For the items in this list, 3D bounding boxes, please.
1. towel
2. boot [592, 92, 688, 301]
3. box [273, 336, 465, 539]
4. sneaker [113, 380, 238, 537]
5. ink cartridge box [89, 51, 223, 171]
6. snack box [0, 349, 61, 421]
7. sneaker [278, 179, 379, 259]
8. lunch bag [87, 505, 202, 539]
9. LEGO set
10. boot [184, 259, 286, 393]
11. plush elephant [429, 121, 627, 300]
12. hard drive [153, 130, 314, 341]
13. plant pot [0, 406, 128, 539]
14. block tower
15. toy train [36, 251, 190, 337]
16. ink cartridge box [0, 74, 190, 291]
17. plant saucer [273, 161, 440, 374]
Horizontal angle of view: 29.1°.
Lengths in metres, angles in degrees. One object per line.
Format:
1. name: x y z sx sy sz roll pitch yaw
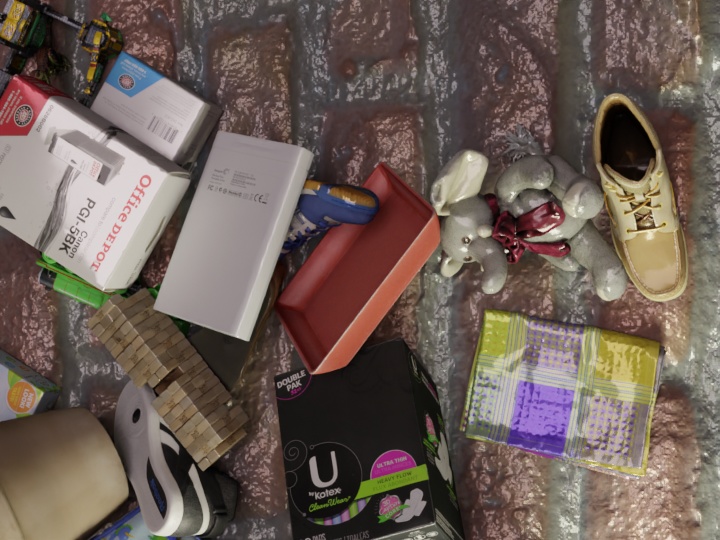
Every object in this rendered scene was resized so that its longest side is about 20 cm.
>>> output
1. towel: 0.210 0.125 1.432 0.198 0.023 0.145 13 92 13
2. boot: 0.273 -0.069 1.354 0.072 0.155 0.202 -11 86 12
3. box: 0.009 0.196 1.389 0.147 0.124 0.202 -17 58 12
4. sneaker: -0.195 0.210 1.503 0.073 0.111 0.201 -48 44 26
5. ink cartridge box: -0.253 -0.121 1.523 0.115 0.068 0.201 32 95 11
6. snack box: -0.447 0.187 1.567 0.141 0.053 0.201 30 95 10
7. sneaker: -0.063 -0.053 1.459 0.199 0.075 0.089 8 91 40
8. lunch bag: -0.210 0.352 1.459 0.200 0.160 0.083 50 141 10
9. LEGO set: -0.364 -0.218 1.525 0.153 0.116 0.201 35 96 12
10. boot: -0.137 0.070 1.498 0.073 0.075 0.201 37 115 5
11. plush elephant: 0.147 -0.046 1.386 0.154 0.165 0.201 -32 53 -3
12. hard drive: -0.132 -0.039 1.431 0.131 0.027 0.202 15 82 40
13. plant pot: -0.347 0.234 1.464 0.173 0.200 0.201 -25 81 -29
14. block tower: -0.201 0.110 1.470 0.200 0.058 0.054 50 127 3
15. toy train: -0.274 0.024 1.540 0.198 0.042 0.057 22 104 13
16. ink cartridge box: -0.301 -0.090 1.451 0.199 0.083 0.148 31 95 7
17. plant saucer: 0.000 0.000 1.416 0.037 0.200 0.200 35 96 -22
